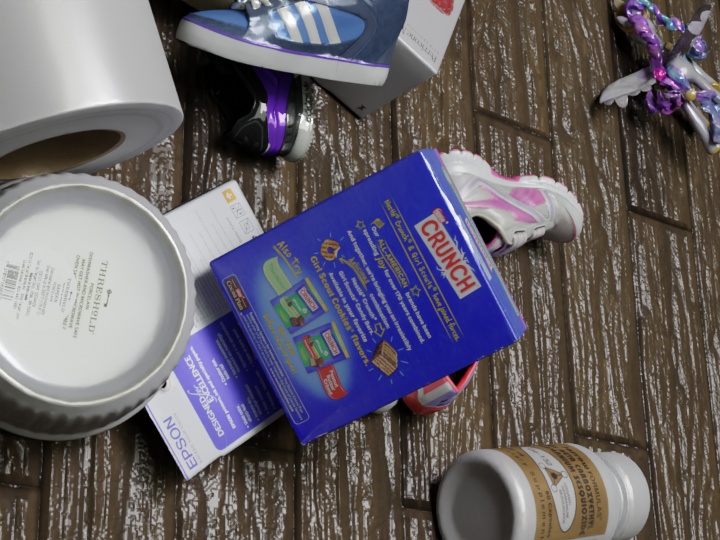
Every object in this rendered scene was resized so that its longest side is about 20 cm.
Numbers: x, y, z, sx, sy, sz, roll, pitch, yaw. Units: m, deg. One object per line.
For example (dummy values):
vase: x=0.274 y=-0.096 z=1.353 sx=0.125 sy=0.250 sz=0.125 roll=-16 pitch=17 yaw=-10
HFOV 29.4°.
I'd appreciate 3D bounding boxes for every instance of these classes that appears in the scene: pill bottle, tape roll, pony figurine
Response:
pill bottle: x=0.179 y=0.222 z=1.300 sx=0.199 sy=0.114 sz=0.115 roll=2 pitch=72 yaw=-41
tape roll: x=-0.246 y=-0.150 z=1.017 sx=0.202 sy=0.202 sz=0.140 roll=-13 pitch=83 yaw=-43
pony figurine: x=0.375 y=-0.236 z=1.644 sx=0.200 sy=0.166 sz=0.193 roll=47 pitch=17 yaw=-13

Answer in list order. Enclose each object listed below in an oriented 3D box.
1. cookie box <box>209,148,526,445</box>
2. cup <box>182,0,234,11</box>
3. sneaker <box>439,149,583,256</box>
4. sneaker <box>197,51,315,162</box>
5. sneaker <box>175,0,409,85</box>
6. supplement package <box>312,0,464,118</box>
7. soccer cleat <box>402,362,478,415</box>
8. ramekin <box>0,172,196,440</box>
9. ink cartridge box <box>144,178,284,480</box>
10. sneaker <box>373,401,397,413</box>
cookie box: x=0.008 y=0.021 z=1.110 sx=0.172 sy=0.199 sz=0.075 roll=63 pitch=15 yaw=-2
cup: x=-0.130 y=-0.314 z=1.209 sx=0.201 sy=0.199 sz=0.144 roll=-57 pitch=135 yaw=-39
sneaker: x=0.144 y=-0.052 z=1.407 sx=0.199 sy=0.081 sz=0.089 roll=14 pitch=66 yaw=-28
sneaker: x=-0.101 y=-0.200 z=1.253 sx=0.099 sy=0.070 sz=0.201 roll=4 pitch=69 yaw=-31
sneaker: x=-0.052 y=-0.245 z=1.177 sx=0.199 sy=0.081 sz=0.147 roll=8 pitch=101 yaw=-22
supplement package: x=0.025 y=-0.275 z=1.354 sx=0.121 sy=0.120 sz=0.201 roll=38 pitch=53 yaw=-24
soccer cleat: x=0.101 y=0.060 z=1.321 sx=0.067 sy=0.076 sz=0.200 roll=49 pitch=49 yaw=-15
ramekin: x=-0.214 y=0.023 z=1.001 sx=0.199 sy=0.105 sz=0.201 roll=3 pitch=83 yaw=-21
ink cartridge box: x=-0.134 y=0.047 z=1.145 sx=0.200 sy=0.043 sz=0.199 roll=-32 pitch=95 yaw=-45
sneaker: x=0.039 y=0.057 z=1.200 sx=0.099 sy=0.201 sz=0.075 roll=19 pitch=41 yaw=16
